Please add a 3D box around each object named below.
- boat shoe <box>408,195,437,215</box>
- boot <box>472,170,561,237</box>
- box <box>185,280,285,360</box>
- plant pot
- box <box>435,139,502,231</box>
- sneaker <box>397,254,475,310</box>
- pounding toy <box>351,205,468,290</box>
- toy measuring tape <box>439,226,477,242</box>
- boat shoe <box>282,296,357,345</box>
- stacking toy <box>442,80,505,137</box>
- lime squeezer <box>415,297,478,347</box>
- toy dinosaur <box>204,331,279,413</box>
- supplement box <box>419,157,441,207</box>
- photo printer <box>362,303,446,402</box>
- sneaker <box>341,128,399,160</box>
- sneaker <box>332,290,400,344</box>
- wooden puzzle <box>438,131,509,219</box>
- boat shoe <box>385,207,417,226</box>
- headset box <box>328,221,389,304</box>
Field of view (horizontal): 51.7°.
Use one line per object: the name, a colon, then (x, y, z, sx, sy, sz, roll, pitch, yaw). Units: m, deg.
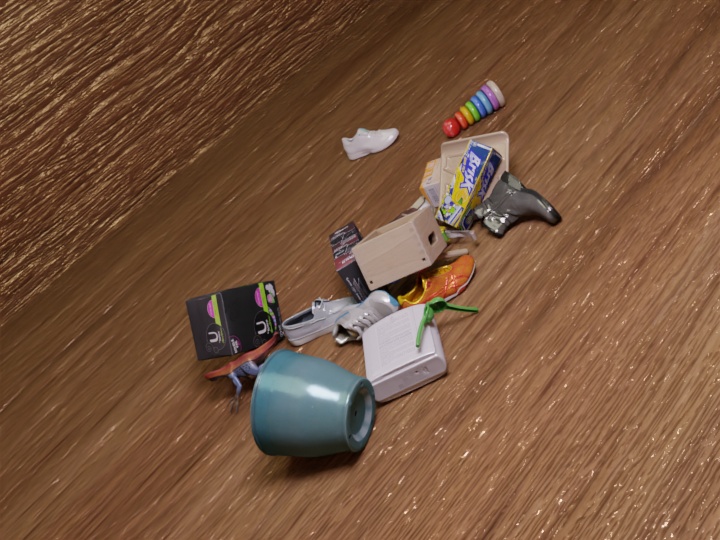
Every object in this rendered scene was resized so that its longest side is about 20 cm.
boat shoe: (0.154, -0.140, 1.861, 0.075, 0.068, 0.200, -45, 0, 9)
boot: (0.350, -0.125, 1.672, 0.132, 0.067, 0.200, -53, 45, 8)
box: (-0.297, 0.118, 1.784, 0.122, 0.152, 0.198, -12, 1, 34)
plant pot: (-0.077, 0.259, 1.401, 0.184, 0.203, 0.202, 3, 42, 25)
box: (0.256, -0.198, 1.753, 0.069, 0.064, 0.204, 27, 96, 35)
sneaker: (0.169, 0.027, 1.604, 0.199, 0.078, 0.073, -39, 27, -13)
pounding toy: (0.115, -0.044, 1.643, 0.181, 0.145, 0.200, -23, 8, 25)
toy measuring tape: (0.183, -0.067, 1.741, 0.198, 0.074, 0.074, 6, 46, 49)
boat shoe: (-0.096, 0.107, 1.756, 0.198, 0.072, 0.071, -28, 29, 10)
stacking toy: (0.327, -0.471, 2.201, 0.198, 0.086, 0.086, -35, 28, 6)
lime squeezer: (0.150, 0.093, 1.468, 0.198, 0.071, 0.038, -24, -16, -43)
toy dinosaur: (-0.271, 0.214, 1.704, 0.177, 0.205, 0.105, 4, 17, 1)
supplement box: (0.262, -0.250, 1.930, 0.196, 0.074, 0.127, -16, 34, 29)
photo printer: (0.083, 0.157, 1.499, 0.164, 0.070, 0.201, -26, 29, 10)
sneaker: (0.028, -0.434, 2.434, 0.196, 0.089, 0.076, -19, 30, 24)
sneaker: (0.013, 0.108, 1.627, 0.199, 0.076, 0.081, -31, 22, 48)
wooden puzzle: (0.280, -0.222, 1.809, 0.182, 0.046, 0.205, -6, 77, 33)
boat shoe: (0.086, -0.082, 1.807, 0.071, 0.070, 0.200, -56, 9, -35)
headset box: (0.000, 0.000, 1.741, 0.076, 0.150, 0.201, -28, 29, 8)
